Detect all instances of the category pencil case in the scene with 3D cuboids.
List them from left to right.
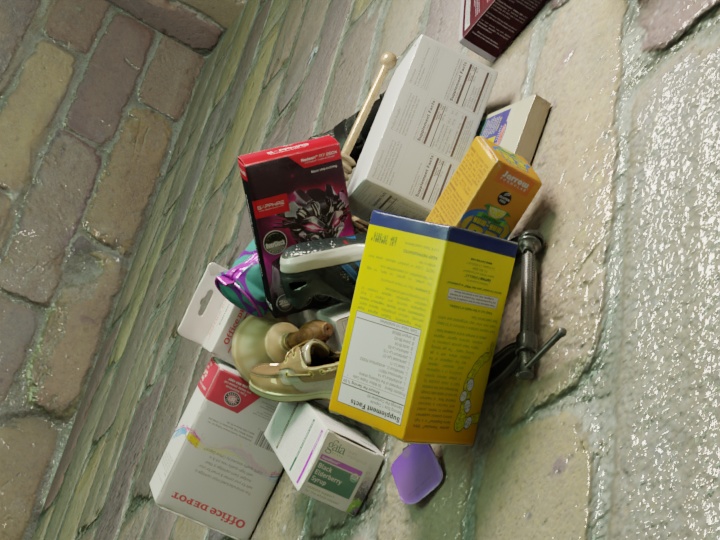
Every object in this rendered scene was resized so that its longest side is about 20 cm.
[{"bbox_3d":[-0.101,-0.034,1.485,0.085,0.093,0.201,30,72,30],"label":"pencil case"}]

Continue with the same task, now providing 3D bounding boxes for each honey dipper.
[{"bbox_3d":[-0.001,-0.195,1.465,0.203,0.038,0.038,-67,19,-11],"label":"honey dipper"}]

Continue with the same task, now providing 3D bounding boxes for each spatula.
[{"bbox_3d":[0.052,0.172,1.208,0.056,0.020,0.201,-44,22,17],"label":"spatula"}]

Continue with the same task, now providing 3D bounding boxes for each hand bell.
[{"bbox_3d":[-0.083,0.089,1.425,0.199,0.103,0.106,-23,43,63],"label":"hand bell"}]

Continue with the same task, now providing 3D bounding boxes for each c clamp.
[{"bbox_3d":[0.154,0.037,1.120,0.171,0.027,0.202,-53,22,42],"label":"c clamp"}]

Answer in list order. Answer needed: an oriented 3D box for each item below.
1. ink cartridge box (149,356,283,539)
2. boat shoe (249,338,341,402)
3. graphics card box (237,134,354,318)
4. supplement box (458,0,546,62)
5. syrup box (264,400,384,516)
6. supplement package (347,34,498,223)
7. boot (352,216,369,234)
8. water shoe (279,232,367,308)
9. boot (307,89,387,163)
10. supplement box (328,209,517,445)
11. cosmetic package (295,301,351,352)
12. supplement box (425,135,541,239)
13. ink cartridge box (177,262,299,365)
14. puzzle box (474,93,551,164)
[{"bbox_3d":[-0.179,0.242,1.540,0.202,0.146,0.086,-62,19,1],"label":"ink cartridge box"},{"bbox_3d":[-0.052,0.115,1.335,0.197,0.068,0.074,-2,15,33],"label":"boat shoe"},{"bbox_3d":[-0.072,-0.054,1.400,0.051,0.123,0.203,-139,37,-66],"label":"graphics card box"},{"bbox_3d":[0.207,-0.379,1.455,0.200,0.060,0.110,-47,26,43],"label":"supplement box"},{"bbox_3d":[-0.047,0.207,1.339,0.082,0.078,0.200,-63,19,3],"label":"syrup box"},{"bbox_3d":[0.070,-0.160,1.418,0.156,0.110,0.203,142,151,-74],"label":"supplement package"},{"bbox_3d":[-0.019,-0.049,1.608,0.166,0.072,0.202,-25,33,58],"label":"boot"},{"bbox_3d":[0.000,0.000,1.378,0.072,0.196,0.080,-116,21,-71],"label":"water shoe"},{"bbox_3d":[0.004,-0.184,1.628,0.156,0.080,0.211,-31,14,4],"label":"boot"},{"bbox_3d":[0.061,0.056,1.092,0.108,0.109,0.204,15,93,45],"label":"supplement box"},{"bbox_3d":[-0.020,0.061,1.444,0.200,0.081,0.051,-165,59,-71],"label":"cosmetic package"},{"bbox_3d":[0.106,-0.035,1.194,0.202,0.066,0.069,-60,26,18],"label":"supplement box"},{"bbox_3d":[-0.139,0.082,1.556,0.118,0.198,0.067,-65,19,-5],"label":"ink cartridge box"},{"bbox_3d":[0.146,-0.098,1.305,0.133,0.025,0.203,-13,53,67],"label":"puzzle box"}]
